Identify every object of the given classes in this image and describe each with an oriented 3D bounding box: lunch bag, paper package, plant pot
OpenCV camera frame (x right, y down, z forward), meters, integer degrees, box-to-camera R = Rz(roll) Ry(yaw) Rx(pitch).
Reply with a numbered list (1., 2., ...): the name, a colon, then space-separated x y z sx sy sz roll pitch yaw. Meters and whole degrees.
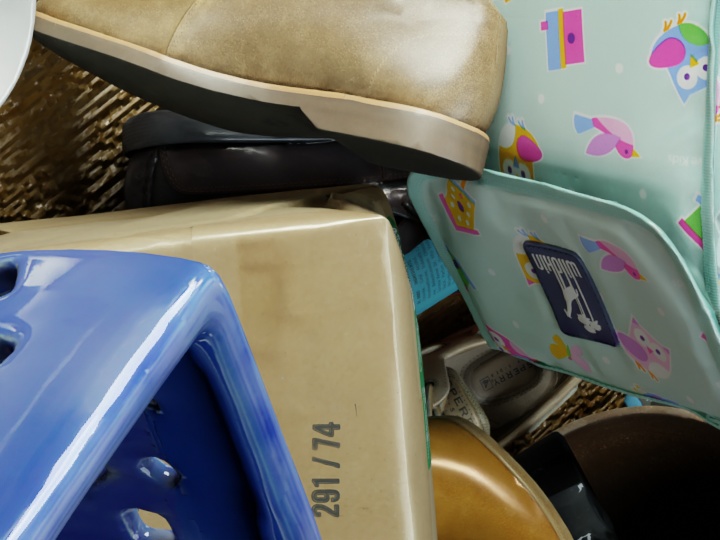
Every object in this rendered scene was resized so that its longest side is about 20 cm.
1. lunch bag: 0.109 -0.048 1.104 0.121 0.170 0.201 -1 100 -39
2. paper package: -0.066 0.078 1.123 0.189 0.103 0.201 -7 98 -1
3. plant pot: -0.135 0.116 0.846 0.200 0.179 0.201 -59 147 -36
4. plant pot: 0.164 0.191 1.478 0.187 0.186 0.200 -54 152 -7

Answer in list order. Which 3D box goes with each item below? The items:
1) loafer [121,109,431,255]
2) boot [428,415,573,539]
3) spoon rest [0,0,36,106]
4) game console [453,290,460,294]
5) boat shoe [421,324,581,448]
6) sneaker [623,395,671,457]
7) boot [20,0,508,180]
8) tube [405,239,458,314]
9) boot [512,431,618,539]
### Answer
1. loafer: -0.002 -0.029 1.198 0.199 0.072 0.063 3 81 -12
2. boot: -0.019 0.110 1.223 0.144 0.201 0.071 -40 155 -29
3. spoon rest: -0.198 -0.081 1.037 0.199 0.060 0.100 -12 120 -39
4. game console: 0.049 -0.072 1.314 0.199 0.031 0.178 -8 112 -43
5. boat shoe: 0.029 0.068 1.323 0.200 0.064 0.072 -33 94 -36
6. sneaker: 0.219 0.073 1.518 0.199 0.082 0.074 -1 115 -43
7. boot: -0.036 -0.092 1.107 0.074 0.199 0.076 29 75 -70
8. tube: 0.000 0.000 1.241 0.199 0.050 0.078 -28 91 -30
9. boot: 0.036 0.178 1.356 0.199 0.066 0.165 -33 145 -5
